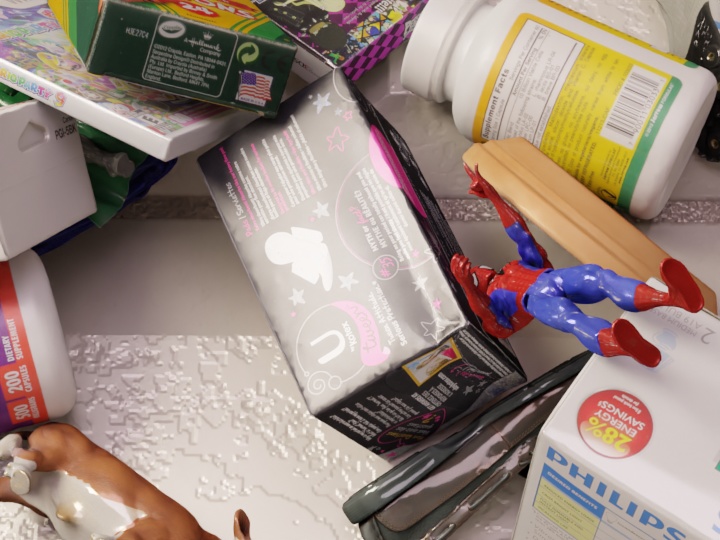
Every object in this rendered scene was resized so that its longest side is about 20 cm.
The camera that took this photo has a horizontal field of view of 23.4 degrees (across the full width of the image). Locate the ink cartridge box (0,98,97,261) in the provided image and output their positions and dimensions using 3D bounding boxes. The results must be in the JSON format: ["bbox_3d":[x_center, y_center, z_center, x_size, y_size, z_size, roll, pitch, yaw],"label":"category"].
[{"bbox_3d":[-0.285,-0.042,1.077,0.199,0.147,0.083,-11,101,17],"label":"ink cartridge box"}]

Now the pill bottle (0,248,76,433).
[{"bbox_3d":[-0.283,0.061,1.079,0.199,0.113,0.113,-16,61,-10],"label":"pill bottle"}]

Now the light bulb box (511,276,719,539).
[{"bbox_3d":[0.203,0.140,0.995,0.198,0.200,0.125,32,64,16],"label":"light bulb box"}]

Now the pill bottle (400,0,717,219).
[{"bbox_3d":[0.133,-0.123,1.199,0.199,0.113,0.113,26,62,13],"label":"pill bottle"}]

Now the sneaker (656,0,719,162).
[{"bbox_3d":[0.255,-0.170,1.258,0.072,0.072,0.201,6,63,-29],"label":"sneaker"}]

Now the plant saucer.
[{"bbox_3d":[0.152,-0.022,1.096,0.200,0.200,0.037,41,97,20],"label":"plant saucer"}]

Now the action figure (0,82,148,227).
[{"bbox_3d":[-0.235,-0.118,1.169,0.199,0.055,0.118,22,62,12],"label":"action figure"}]

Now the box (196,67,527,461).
[{"bbox_3d":[0.000,0.000,1.099,0.114,0.132,0.200,-30,63,10],"label":"box"}]

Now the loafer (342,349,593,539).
[{"bbox_3d":[0.086,0.120,1.091,0.200,0.072,0.063,-31,84,-10],"label":"loafer"}]

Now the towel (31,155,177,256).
[{"bbox_3d":[-0.239,-0.106,1.219,0.147,0.050,0.200,-29,66,-21],"label":"towel"}]

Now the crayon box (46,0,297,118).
[{"bbox_3d":[-0.130,-0.163,1.128,0.127,0.051,0.200,12,17,-23],"label":"crayon box"}]

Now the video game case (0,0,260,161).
[{"bbox_3d":[-0.176,-0.130,1.117,0.199,0.018,0.143,26,22,13],"label":"video game case"}]

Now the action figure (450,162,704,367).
[{"bbox_3d":[0.095,-0.004,0.962,0.065,0.200,0.099,-47,107,-14],"label":"action figure"}]

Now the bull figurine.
[{"bbox_3d":[-0.144,0.155,1.040,0.200,0.121,0.065,27,104,22],"label":"bull figurine"}]

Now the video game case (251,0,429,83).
[{"bbox_3d":[-0.026,-0.232,1.282,0.181,0.036,0.200,35,53,17],"label":"video game case"}]
